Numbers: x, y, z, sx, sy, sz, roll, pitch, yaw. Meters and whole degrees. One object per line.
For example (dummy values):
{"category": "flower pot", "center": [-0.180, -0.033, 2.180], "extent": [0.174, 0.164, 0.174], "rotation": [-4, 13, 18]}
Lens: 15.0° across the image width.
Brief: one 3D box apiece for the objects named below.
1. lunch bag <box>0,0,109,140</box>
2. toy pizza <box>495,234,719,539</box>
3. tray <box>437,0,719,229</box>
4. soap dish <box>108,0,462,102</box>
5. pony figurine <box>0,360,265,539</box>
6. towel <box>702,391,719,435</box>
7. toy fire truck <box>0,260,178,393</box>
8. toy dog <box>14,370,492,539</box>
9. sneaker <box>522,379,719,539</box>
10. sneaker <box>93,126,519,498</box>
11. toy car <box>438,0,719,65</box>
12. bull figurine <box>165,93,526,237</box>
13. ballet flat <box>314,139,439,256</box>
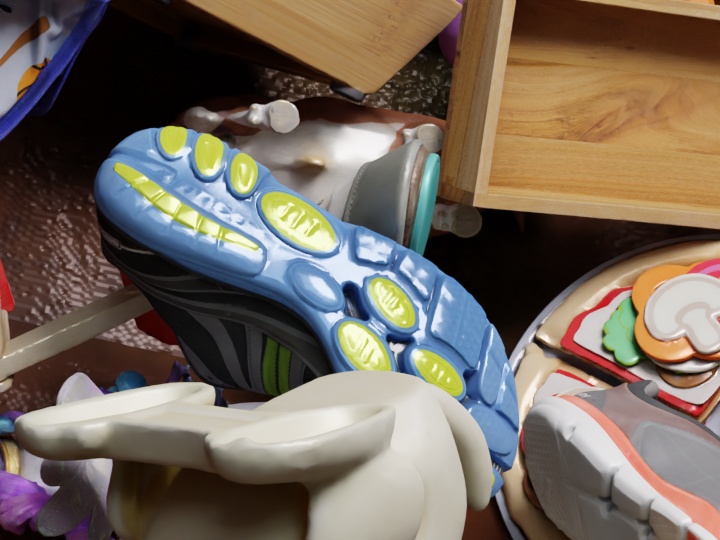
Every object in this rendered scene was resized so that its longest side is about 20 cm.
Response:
{"category": "lunch bag", "center": [-0.221, -0.122, 1.200], "extent": [0.200, 0.124, 0.170], "rotation": [-41, 64, 7]}
{"category": "toy pizza", "center": [0.153, 0.068, 1.191], "extent": [0.199, 0.032, 0.201], "rotation": [-5, 60, 9]}
{"category": "tray", "center": [0.131, -0.072, 1.217], "extent": [0.199, 0.099, 0.037], "rotation": [4, 8, -30]}
{"category": "soap dish", "center": [-0.071, -0.148, 1.241], "extent": [0.157, 0.200, 0.082], "rotation": [25, 87, -35]}
{"category": "pony figurine", "center": [-0.074, 0.107, 1.095], "extent": [0.198, 0.168, 0.193], "rotation": [1, 20, -8]}
{"category": "towel", "center": [0.219, 0.078, 1.237], "extent": [0.147, 0.050, 0.201], "rotation": [-16, 58, -15]}
{"category": "toy fire truck", "center": [-0.166, 0.025, 1.138], "extent": [0.199, 0.049, 0.141], "rotation": [-32, 29, -32]}
{"category": "toy dog", "center": [-0.029, 0.142, 0.971], "extent": [0.139, 0.202, 0.193], "rotation": [2, 8, 34]}
{"category": "sneaker", "center": [0.152, 0.106, 1.106], "extent": [0.082, 0.077, 0.200], "rotation": [-23, 51, -27]}
{"category": "sneaker", "center": [-0.021, 0.020, 1.073], "extent": [0.199, 0.083, 0.071], "rotation": [35, 61, 6]}
{"category": "toy car", "center": [0.094, -0.146, 1.299], "extent": [0.199, 0.175, 0.150], "rotation": [30, 55, 10]}
{"category": "bull figurine", "center": [0.004, -0.047, 1.253], "extent": [0.198, 0.121, 0.066], "rotation": [1, 92, -2]}
{"category": "ballet flat", "center": [0.000, 0.000, 1.154], "extent": [0.063, 0.200, 0.068], "rotation": [11, 69, 6]}
